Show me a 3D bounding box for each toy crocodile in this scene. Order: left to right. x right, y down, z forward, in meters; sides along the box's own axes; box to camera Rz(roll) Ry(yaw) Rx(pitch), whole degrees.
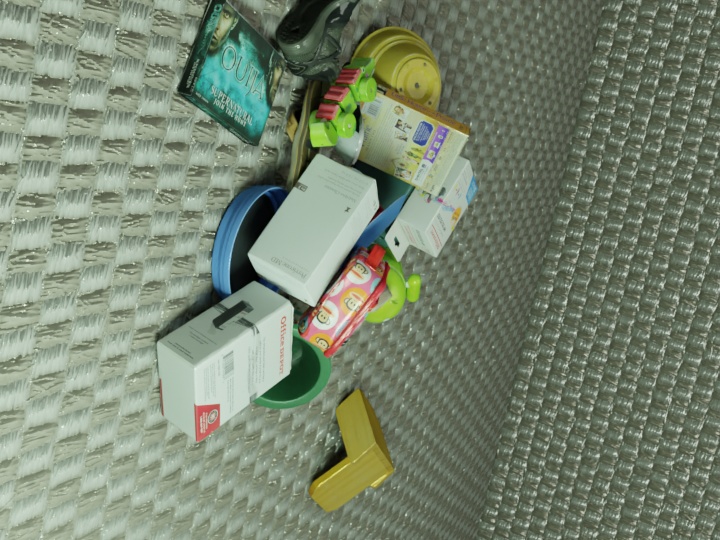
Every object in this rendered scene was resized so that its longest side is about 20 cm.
[{"bbox_3d":[-0.029,-0.263,1.493,0.202,0.067,0.062,-62,147,-30],"label":"toy crocodile"}]

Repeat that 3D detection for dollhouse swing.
[{"bbox_3d":[-0.037,0.392,2.094,0.201,0.173,0.184,62,7,-59],"label":"dollhouse swing"}]

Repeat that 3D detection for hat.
[{"bbox_3d":[-0.132,0.120,1.643,0.201,0.164,0.177,57,12,-31],"label":"hat"}]

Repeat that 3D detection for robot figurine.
[{"bbox_3d":[0.027,0.023,1.837,0.201,0.172,0.118,-95,-175,-68],"label":"robot figurine"}]

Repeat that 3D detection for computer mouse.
[{"bbox_3d":[-0.026,-0.247,1.569,0.201,0.043,0.111,-96,-158,-53],"label":"computer mouse"}]

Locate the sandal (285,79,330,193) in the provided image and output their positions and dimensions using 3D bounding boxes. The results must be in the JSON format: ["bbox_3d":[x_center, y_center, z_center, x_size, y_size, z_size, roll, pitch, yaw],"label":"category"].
[{"bbox_3d":[-0.091,-0.213,1.523,0.080,0.053,0.203,29,72,-63],"label":"sandal"}]

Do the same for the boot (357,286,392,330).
[{"bbox_3d":[0.000,0.000,1.725,0.200,0.146,0.070,-48,178,-5],"label":"boot"}]

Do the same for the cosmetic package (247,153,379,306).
[{"bbox_3d":[-0.068,-0.062,1.467,0.201,0.112,0.081,-58,160,-21],"label":"cosmetic package"}]

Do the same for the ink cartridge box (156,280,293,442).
[{"bbox_3d":[-0.194,0.129,1.415,0.199,0.083,0.146,-33,141,-41],"label":"ink cartridge box"}]

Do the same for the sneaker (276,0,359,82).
[{"bbox_3d":[-0.053,-0.369,1.489,0.201,0.075,0.115,-58,155,-28],"label":"sneaker"}]

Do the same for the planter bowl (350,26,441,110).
[{"bbox_3d":[0.079,-0.323,1.691,0.198,0.083,0.204,-6,102,-30],"label":"planter bowl"}]

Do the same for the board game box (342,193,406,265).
[{"bbox_3d":[0.002,-0.071,1.603,0.158,0.039,0.200,-43,174,-11],"label":"board game box"}]

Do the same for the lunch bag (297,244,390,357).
[{"bbox_3d":[-0.016,0.034,1.527,0.177,0.081,0.200,-53,-177,12],"label":"lunch bag"}]

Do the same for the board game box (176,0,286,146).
[{"bbox_3d":[-0.171,-0.268,1.331,0.200,0.028,0.137,31,77,-67],"label":"board game box"}]

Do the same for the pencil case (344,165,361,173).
[{"bbox_3d":[-0.053,-0.085,1.653,0.083,0.090,0.202,-38,-158,58],"label":"pencil case"}]

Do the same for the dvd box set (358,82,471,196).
[{"bbox_3d":[0.073,-0.226,1.667,0.030,0.197,0.147,-67,-178,-47],"label":"dvd box set"}]

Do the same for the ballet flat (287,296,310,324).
[{"bbox_3d":[-0.084,0.093,1.740,0.077,0.063,0.200,-69,158,0],"label":"ballet flat"}]

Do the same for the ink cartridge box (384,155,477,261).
[{"bbox_3d":[0.133,-0.107,1.779,0.202,0.067,0.115,-58,155,-11],"label":"ink cartridge box"}]

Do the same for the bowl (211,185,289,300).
[{"bbox_3d":[-0.164,-0.035,1.494,0.201,0.039,0.203,-48,146,-47],"label":"bowl"}]

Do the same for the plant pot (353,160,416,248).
[{"bbox_3d":[0.059,-0.156,1.821,0.202,0.140,0.142,-63,156,-15],"label":"plant pot"}]
